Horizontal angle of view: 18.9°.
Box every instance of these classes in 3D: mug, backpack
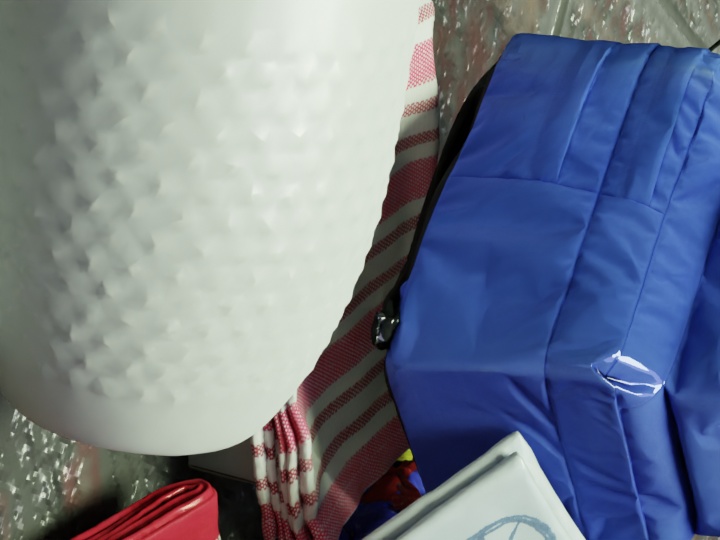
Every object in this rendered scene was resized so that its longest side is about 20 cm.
[{"bbox_3d":[-0.085,-0.037,0.691,0.199,0.148,0.176,-2,111,-31],"label":"mug"},{"bbox_3d":[0.110,0.009,0.894,0.163,0.167,0.201,78,23,-49],"label":"backpack"}]

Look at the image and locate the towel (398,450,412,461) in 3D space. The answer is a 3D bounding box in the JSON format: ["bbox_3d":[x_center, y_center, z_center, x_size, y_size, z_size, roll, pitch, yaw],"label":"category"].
[{"bbox_3d":[0.012,0.161,1.052,0.086,0.018,0.201,10,91,-63],"label":"towel"}]

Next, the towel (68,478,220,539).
[{"bbox_3d":[-0.101,0.190,0.819,0.144,0.022,0.201,-26,123,-44],"label":"towel"}]

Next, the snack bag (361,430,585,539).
[{"bbox_3d":[0.032,0.181,0.861,0.188,0.021,0.200,-37,125,-1],"label":"snack bag"}]

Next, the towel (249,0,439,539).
[{"bbox_3d":[0.000,0.000,0.873,0.146,0.030,0.201,-42,134,-52],"label":"towel"}]

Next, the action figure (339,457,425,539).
[{"bbox_3d":[0.001,0.115,0.946,0.200,0.065,0.052,-34,111,-62],"label":"action figure"}]

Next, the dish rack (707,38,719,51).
[{"bbox_3d":[0.197,-0.052,0.983,0.054,0.200,0.154,3,67,-24],"label":"dish rack"}]

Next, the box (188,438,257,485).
[{"bbox_3d":[-0.023,-0.036,0.891,0.156,0.041,0.201,-40,134,-52],"label":"box"}]
